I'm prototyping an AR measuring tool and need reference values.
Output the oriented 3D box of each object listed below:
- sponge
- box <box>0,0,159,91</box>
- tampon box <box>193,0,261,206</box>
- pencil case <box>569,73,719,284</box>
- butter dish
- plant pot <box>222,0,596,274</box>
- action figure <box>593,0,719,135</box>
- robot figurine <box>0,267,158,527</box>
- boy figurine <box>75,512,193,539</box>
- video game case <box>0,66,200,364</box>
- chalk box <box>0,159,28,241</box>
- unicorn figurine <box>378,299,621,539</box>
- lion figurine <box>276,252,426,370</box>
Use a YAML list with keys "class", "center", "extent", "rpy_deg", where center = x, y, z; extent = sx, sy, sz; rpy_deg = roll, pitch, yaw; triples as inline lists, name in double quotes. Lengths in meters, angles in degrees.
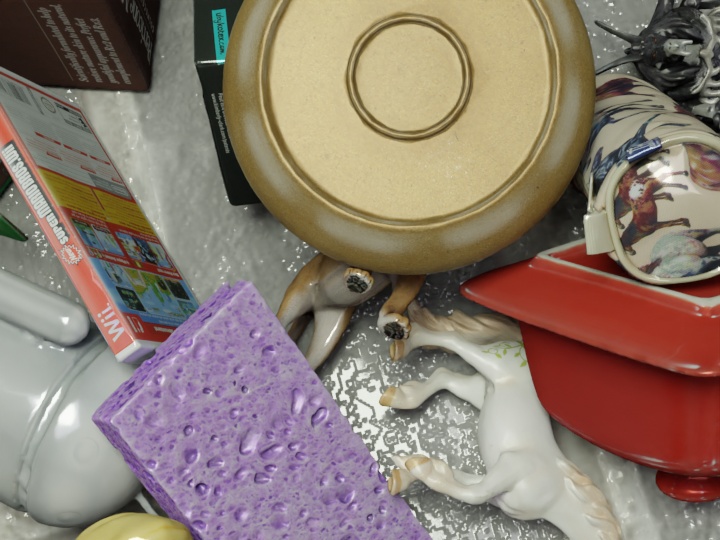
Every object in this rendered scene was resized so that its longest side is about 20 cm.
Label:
- class: "sponge"
  center: [-0.049, 0.118, 0.749]
  extent: [0.112, 0.030, 0.201]
  rpy_deg: [-44, 112, -28]
- class: "box"
  center: [-0.212, -0.239, 0.842]
  extent: [0.163, 0.166, 0.202]
  rpy_deg: [4, 76, 2]
- class: "tampon box"
  center: [0.007, -0.145, 0.811]
  extent: [0.198, 0.127, 0.151]
  rpy_deg: [-6, 55, 1]
- class: "pencil case"
  center: [0.153, -0.056, 0.748]
  extent: [0.089, 0.200, 0.078]
  rpy_deg: [1, 107, -1]
- class: "butter dish"
  center: [0.186, 0.058, 0.753]
  extent: [0.198, 0.199, 0.149]
  rpy_deg: [-17, 110, -33]
- class: "plant pot"
  center: [0.025, -0.099, 0.705]
  extent: [0.198, 0.027, 0.202]
  rpy_deg: [0, 87, 1]
- class: "action figure"
  center: [0.246, -0.134, 0.833]
  extent: [0.198, 0.102, 0.120]
  rpy_deg: [5, 87, 2]
- class: "robot figurine"
  center: [-0.194, 0.073, 0.775]
  extent: [0.199, 0.170, 0.113]
  rpy_deg: [26, 43, 10]
- class: "boy figurine"
  center: [-0.167, 0.191, 0.702]
  extent: [0.200, 0.064, 0.124]
  rpy_deg: [-48, 68, 10]
- class: "video game case"
  center: [-0.156, -0.030, 0.800]
  extent: [0.017, 0.143, 0.201]
  rpy_deg: [-35, 76, 9]
- class: "chalk box"
  center: [-0.297, -0.067, 0.823]
  extent: [0.199, 0.125, 0.124]
  rpy_deg: [33, 79, 11]
- class: "unicorn figurine"
  center: [0.083, 0.107, 0.785]
  extent: [0.136, 0.074, 0.201]
  rpy_deg: [7, 67, -14]
- class: "lion figurine"
  center: [0.000, 0.000, 0.797]
  extent: [0.072, 0.199, 0.123]
  rpy_deg: [45, 42, -21]
